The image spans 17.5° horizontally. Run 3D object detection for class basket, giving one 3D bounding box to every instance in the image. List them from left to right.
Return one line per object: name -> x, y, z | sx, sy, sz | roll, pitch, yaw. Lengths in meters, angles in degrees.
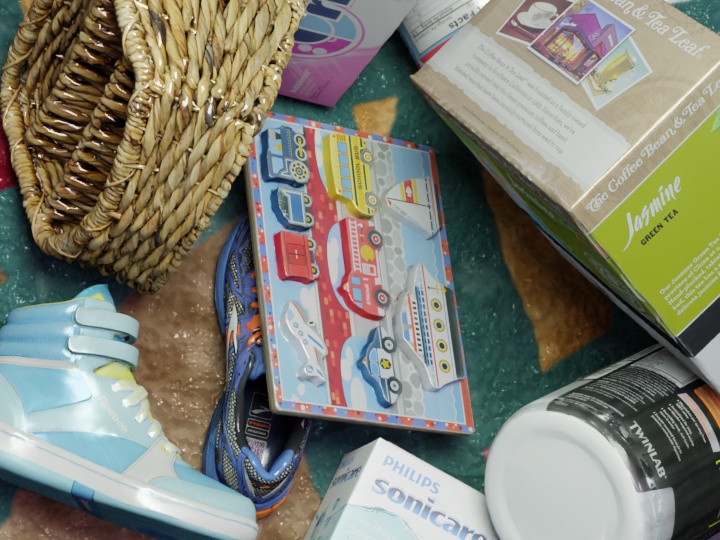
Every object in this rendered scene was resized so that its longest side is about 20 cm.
basket -> -0.144, -0.091, 1.372 | 0.149, 0.200, 0.143 | 26, 52, -11

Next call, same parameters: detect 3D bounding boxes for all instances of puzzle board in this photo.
puzzle board -> 0.000, 0.000, 1.456 | 0.150, 0.017, 0.201 | 9, 63, -34

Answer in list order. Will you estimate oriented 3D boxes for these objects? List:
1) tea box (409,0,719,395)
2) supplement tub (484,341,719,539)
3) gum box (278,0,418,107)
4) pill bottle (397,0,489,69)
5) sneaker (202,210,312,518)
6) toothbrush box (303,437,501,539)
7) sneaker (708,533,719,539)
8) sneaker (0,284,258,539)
tea box -> 0.167, -0.064, 1.387 | 0.134, 0.200, 0.197 | -44, 127, -1
supplement tub -> 0.178, 0.112, 1.425 | 0.200, 0.122, 0.123 | -19, 84, -47
gum box -> -0.037, -0.177, 1.436 | 0.113, 0.200, 0.066 | 13, 64, -16
pill bottle -> 0.069, -0.185, 1.511 | 0.109, 0.109, 0.200 | -28, 88, -19
sneaker -> -0.051, 0.051, 1.446 | 0.075, 0.078, 0.201 | 5, 78, -16
toothbrush box -> 0.020, 0.225, 1.428 | 0.146, 0.085, 0.200 | 28, 73, -9
sneaker -> 0.263, 0.176, 1.517 | 0.199, 0.074, 0.088 | -19, 80, -18
sneaker -> -0.139, 0.082, 1.403 | 0.199, 0.080, 0.131 | 22, 73, -1
